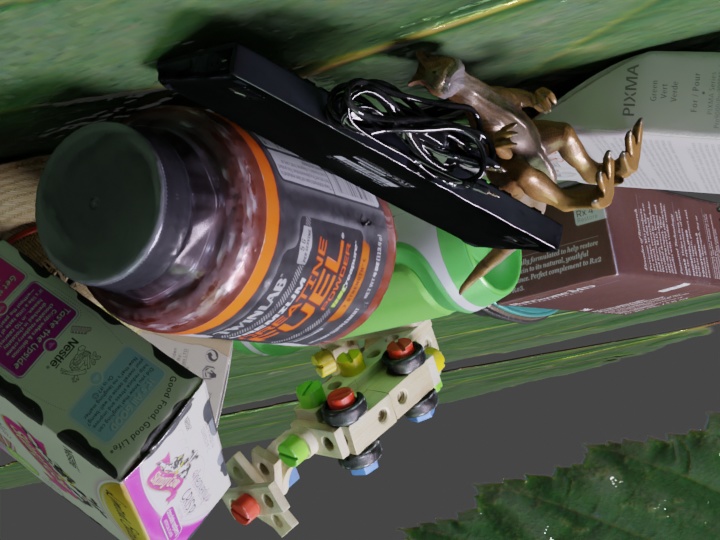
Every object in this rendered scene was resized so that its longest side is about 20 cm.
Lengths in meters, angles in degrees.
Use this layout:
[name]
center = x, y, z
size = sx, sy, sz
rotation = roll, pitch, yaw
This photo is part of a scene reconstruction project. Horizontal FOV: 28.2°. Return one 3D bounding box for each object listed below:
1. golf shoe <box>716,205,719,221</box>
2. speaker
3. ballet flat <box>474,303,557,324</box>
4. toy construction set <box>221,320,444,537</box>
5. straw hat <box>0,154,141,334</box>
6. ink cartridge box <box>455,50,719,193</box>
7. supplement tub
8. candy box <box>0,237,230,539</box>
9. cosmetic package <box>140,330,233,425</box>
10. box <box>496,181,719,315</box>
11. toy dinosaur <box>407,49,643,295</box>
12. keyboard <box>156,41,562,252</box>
[golf shoe]
center = 0.292, -0.064, 0.907
size = 0.094, 0.078, 0.200
rotation = -26, 172, -4
[speaker]
center = 0.000, 0.000, 0.915
size = 0.198, 0.089, 0.088
rotation = -14, 169, 33
[ballet flat]
center = 0.068, -0.004, 1.039
size = 0.068, 0.069, 0.199
rotation = -5, 165, 42
[toy construction set]
center = -0.017, 0.088, 0.969
size = 0.130, 0.093, 0.200
rotation = 4, -134, 44
[straw hat]
center = -0.156, 0.002, 0.795
size = 0.199, 0.086, 0.201
rotation = -9, 170, -2
[ink cartridge box]
center = 0.139, -0.079, 0.777
size = 0.198, 0.051, 0.161
rotation = 8, 175, 19
[supplement tub]
center = -0.068, -0.019, 0.695
size = 0.106, 0.108, 0.199
rotation = -14, 169, 26
[candy box]
center = -0.161, 0.048, 0.688
size = 0.199, 0.061, 0.137
rotation = 32, 157, 17
[cosmetic package]
center = -0.188, 0.056, 0.902
size = 0.198, 0.074, 0.103
rotation = 13, 177, -14
[box]
center = 0.185, -0.014, 1.042
size = 0.099, 0.076, 0.199
rotation = -16, 166, 36
[toy dinosaur]
center = 0.081, -0.051, 0.705
size = 0.105, 0.061, 0.200
rotation = 13, 153, 27
[keyboard]
center = 0.016, -0.059, 0.627
size = 0.199, 0.040, 0.104
rotation = 24, 170, -35
